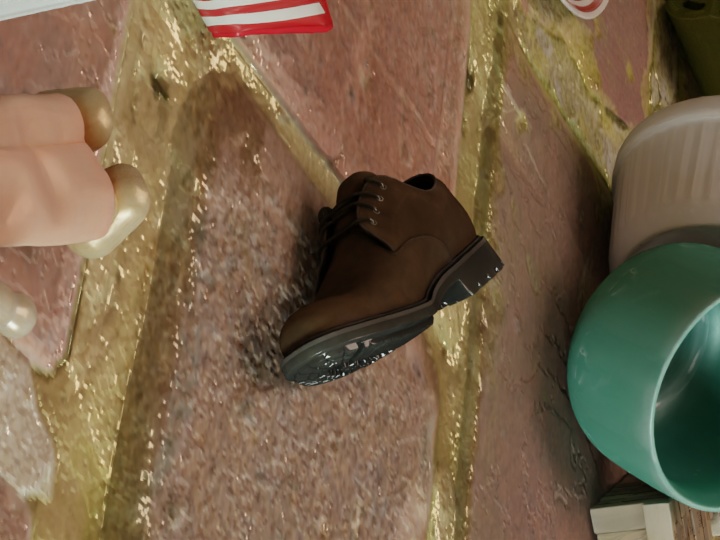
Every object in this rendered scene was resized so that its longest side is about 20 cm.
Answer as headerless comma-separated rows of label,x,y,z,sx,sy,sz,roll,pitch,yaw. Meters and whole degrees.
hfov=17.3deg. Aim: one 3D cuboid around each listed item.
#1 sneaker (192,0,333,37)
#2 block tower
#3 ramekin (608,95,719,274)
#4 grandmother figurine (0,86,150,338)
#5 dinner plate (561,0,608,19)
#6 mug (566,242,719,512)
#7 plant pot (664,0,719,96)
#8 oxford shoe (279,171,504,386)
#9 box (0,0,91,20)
sneaker,-0.042,-0.184,1.129,0.200,0.078,0.116,-56,142,-41
block tower,0.207,0.156,1.556,0.200,0.058,0.054,-22,102,-67
ramekin,0.255,-0.015,1.563,0.203,0.202,0.094,58,40,-40
grandmother figurine,-0.150,-0.030,0.837,0.122,0.061,0.200,57,23,14
dinner plate,0.127,-0.265,1.573,0.200,0.024,0.201,38,46,-56
mug,0.214,0.067,1.483,0.185,0.114,0.152,36,86,-38
plant pot,0.331,-0.166,1.828,0.190,0.199,0.200,51,35,-26
oxford shoe,0.000,0.000,1.156,0.085,0.072,0.200,60,25,-4
box,-0.104,-0.195,0.816,0.199,0.199,0.131,-70,143,-47
